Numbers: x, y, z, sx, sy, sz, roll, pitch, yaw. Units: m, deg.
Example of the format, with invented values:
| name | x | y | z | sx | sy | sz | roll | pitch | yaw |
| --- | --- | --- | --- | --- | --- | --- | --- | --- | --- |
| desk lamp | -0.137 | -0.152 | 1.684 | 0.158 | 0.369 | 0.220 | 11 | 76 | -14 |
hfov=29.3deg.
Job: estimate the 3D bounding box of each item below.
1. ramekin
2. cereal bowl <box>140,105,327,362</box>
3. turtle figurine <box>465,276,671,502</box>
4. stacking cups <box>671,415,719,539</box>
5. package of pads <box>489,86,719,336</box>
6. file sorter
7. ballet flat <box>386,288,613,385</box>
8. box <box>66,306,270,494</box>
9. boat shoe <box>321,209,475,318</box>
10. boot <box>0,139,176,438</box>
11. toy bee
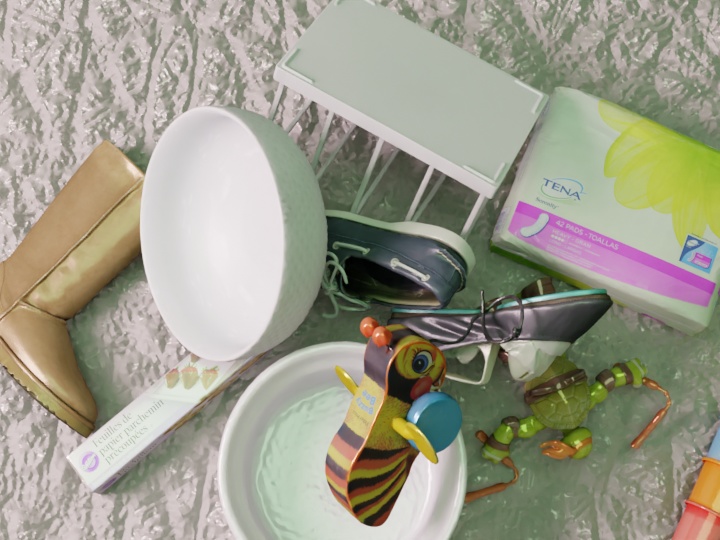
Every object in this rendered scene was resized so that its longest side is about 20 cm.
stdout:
| name | x | y | z | sx | sy | sz | roll | pitch | yaw |
| --- | --- | --- | --- | --- | --- | --- | --- | --- | --- |
| ramekin | -0.015 | 0.166 | 1.126 | 0.197 | 0.098 | 0.204 | 0 | 79 | -1 |
| cereal bowl | -0.092 | -0.031 | 1.113 | 0.083 | 0.199 | 0.203 | -7 | 75 | -41 |
| turtle figurine | 0.150 | 0.098 | 1.158 | 0.198 | 0.064 | 0.163 | -25 | 77 | -2 |
| stacking cups | 0.317 | 0.149 | 1.151 | 0.060 | 0.061 | 0.202 | 27 | 79 | 5 |
| package of pads | 0.229 | -0.056 | 1.189 | 0.197 | 0.068 | 0.156 | 22 | 79 | 4 |
| file sorter | 0.030 | -0.113 | 1.154 | 0.198 | 0.125 | 0.139 | 29 | 46 | 5 |
| ballet flat | 0.111 | 0.057 | 1.110 | 0.197 | 0.073 | 0.074 | -7 | 76 | 30 |
| box | -0.158 | 0.110 | 1.166 | 0.199 | 0.041 | 0.039 | -40 | 81 | -9 |
| boat shoe | 0.000 | 0.000 | 1.135 | 0.198 | 0.075 | 0.062 | 9 | 49 | 33 |
| boot | -0.229 | 0.013 | 1.173 | 0.175 | 0.066 | 0.200 | 43 | 80 | 7 |
| toy bee | 0.023 | 0.085 | 1.037 | 0.108 | 0.130 | 0.202 | 35 | 67 | -37 |
